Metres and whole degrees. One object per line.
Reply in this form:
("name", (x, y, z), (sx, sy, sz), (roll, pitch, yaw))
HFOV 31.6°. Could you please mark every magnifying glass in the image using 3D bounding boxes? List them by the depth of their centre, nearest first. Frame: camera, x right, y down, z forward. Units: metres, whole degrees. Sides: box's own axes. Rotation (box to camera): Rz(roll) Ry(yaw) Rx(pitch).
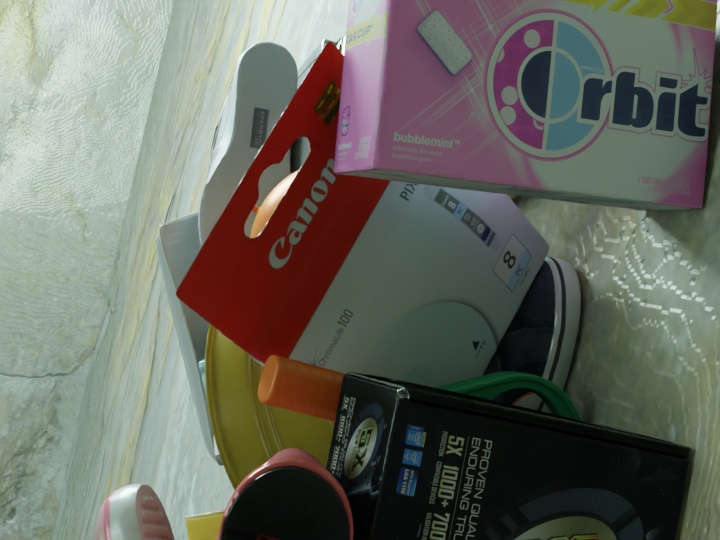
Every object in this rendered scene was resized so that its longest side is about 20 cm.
("magnifying glass", (0.037, 0.082, 0.688), (0.022, 0.198, 0.081), (8, 82, 63))

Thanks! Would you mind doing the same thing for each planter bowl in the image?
("planter bowl", (-0.041, 0.105, 1.023), (0.083, 0.201, 0.202), (-14, 53, 20))

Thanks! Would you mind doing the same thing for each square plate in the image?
("square plate", (-0.110, 0.041, 1.099), (0.198, 0.028, 0.202), (-32, -69, -65))

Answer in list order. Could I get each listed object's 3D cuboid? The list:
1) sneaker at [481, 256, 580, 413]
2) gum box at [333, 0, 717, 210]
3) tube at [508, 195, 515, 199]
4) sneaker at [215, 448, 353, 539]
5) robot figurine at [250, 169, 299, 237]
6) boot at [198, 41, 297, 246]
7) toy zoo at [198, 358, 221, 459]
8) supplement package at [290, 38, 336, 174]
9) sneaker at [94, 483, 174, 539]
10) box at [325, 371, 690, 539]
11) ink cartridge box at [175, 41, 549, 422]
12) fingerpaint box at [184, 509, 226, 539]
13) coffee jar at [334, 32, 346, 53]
("sneaker", (0.070, 0.082, 0.790), (0.078, 0.079, 0.202), (-127, 54, -67))
("gum box", (0.092, -0.097, 0.665), (0.066, 0.198, 0.115), (-174, 89, -71))
("tube", (0.075, -0.063, 0.913), (0.200, 0.051, 0.059), (146, 139, -64))
("sneaker", (-0.048, 0.179, 0.601), (0.087, 0.073, 0.202), (-109, 37, -83))
("robot figurine", (-0.001, 0.000, 0.909), (0.144, 0.199, 0.117), (-42, -29, -19))
("boot", (-0.094, -0.085, 1.072), (0.096, 0.073, 0.202), (128, 156, -71))
("toy zoo", (-0.078, 0.122, 1.066), (0.020, 0.200, 0.132), (-14, 52, 19))
("supplement package", (-0.014, -0.072, 1.086), (0.114, 0.108, 0.202), (149, 131, -65))
("sneaker", (-0.136, 0.206, 0.645), (0.076, 0.103, 0.203), (-95, -1, -68))
("box", (0.057, 0.166, 0.632), (0.086, 0.162, 0.203), (-178, 101, -71))
("ink cartridge box", (0.011, 0.000, 0.699), (0.047, 0.200, 0.161), (18, 72, 44))
("fingerpaint box", (-0.028, 0.223, 0.764), (0.200, 0.072, 0.169), (26, -125, -72))
("coffee jar", (0.051, -0.145, 0.875), (0.199, 0.085, 0.106), (-24, 59, 53))
